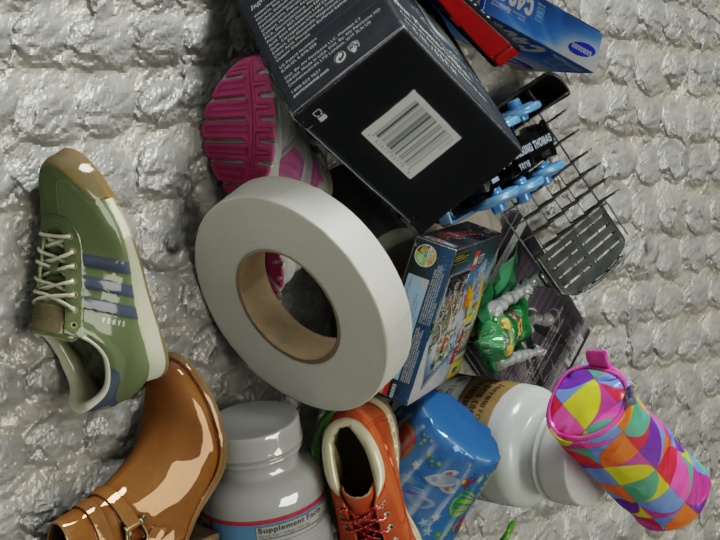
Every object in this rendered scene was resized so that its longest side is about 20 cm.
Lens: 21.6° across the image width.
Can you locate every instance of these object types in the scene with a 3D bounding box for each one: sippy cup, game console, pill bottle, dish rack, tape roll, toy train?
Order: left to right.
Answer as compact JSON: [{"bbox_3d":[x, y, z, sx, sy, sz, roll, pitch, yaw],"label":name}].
[{"bbox_3d":[-0.078,0.218,1.586,0.108,0.108,0.202,-27,116,-45],"label":"pill bottle"},{"bbox_3d":[-0.048,0.020,1.522,0.037,0.202,0.204,-41,125,-39],"label":"tape roll"},{"bbox_3d":[0.047,-0.265,1.615,0.031,0.200,0.177,-43,137,6],"label":"game console"},{"bbox_3d":[0.052,0.181,1.680,0.177,0.140,0.131,27,112,-32],"label":"sippy cup"},{"bbox_3d":[0.103,-0.091,1.690,0.200,0.114,0.087,-30,98,-58],"label":"toy train"},{"bbox_3d":[0.132,0.160,1.761,0.114,0.199,0.115,-9,102,-49],"label":"pill bottle"},{"bbox_3d":[0.191,-0.080,1.855,0.153,0.054,0.201,-36,93,-42],"label":"dish rack"}]

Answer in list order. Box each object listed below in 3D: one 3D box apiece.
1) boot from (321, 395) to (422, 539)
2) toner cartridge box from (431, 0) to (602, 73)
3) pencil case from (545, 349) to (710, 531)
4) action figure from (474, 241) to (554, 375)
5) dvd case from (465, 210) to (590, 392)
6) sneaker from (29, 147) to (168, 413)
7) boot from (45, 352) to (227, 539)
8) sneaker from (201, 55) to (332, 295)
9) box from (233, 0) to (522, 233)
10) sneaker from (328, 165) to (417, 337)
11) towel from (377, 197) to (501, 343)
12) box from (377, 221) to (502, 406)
[{"bbox_3d":[0.005,0.209,1.578,0.107,0.074,0.202,-27,105,-82],"label":"boot"},{"bbox_3d":[0.138,-0.236,1.792,0.199,0.094,0.044,18,83,-50],"label":"toner cartridge box"},{"bbox_3d":[0.239,0.155,1.670,0.200,0.088,0.089,48,59,-44],"label":"pencil case"},{"bbox_3d":[0.144,0.050,1.797,0.200,0.054,0.119,-37,117,-68],"label":"action figure"},{"bbox_3d":[0.164,0.059,1.930,0.149,0.016,0.200,-59,136,-25],"label":"dvd case"},{"bbox_3d":[-0.213,0.017,1.423,0.090,0.067,0.201,-38,122,-38],"label":"sneaker"},{"bbox_3d":[-0.186,0.175,1.488,0.155,0.076,0.202,-14,113,-45],"label":"boot"},{"bbox_3d":[-0.072,-0.086,1.578,0.088,0.081,0.202,-31,126,-45],"label":"sneaker"},{"bbox_3d":[0.008,-0.172,1.547,0.117,0.201,0.197,-38,138,12],"label":"box"},{"bbox_3d":[0.000,0.000,1.672,0.074,0.107,0.201,-19,146,-25],"label":"sneaker"},{"bbox_3d":[0.076,-0.032,1.776,0.200,0.034,0.133,42,53,-47],"label":"towel"},{"bbox_3d":[0.068,0.033,1.639,0.200,0.037,0.138,-17,125,-74],"label":"box"}]
